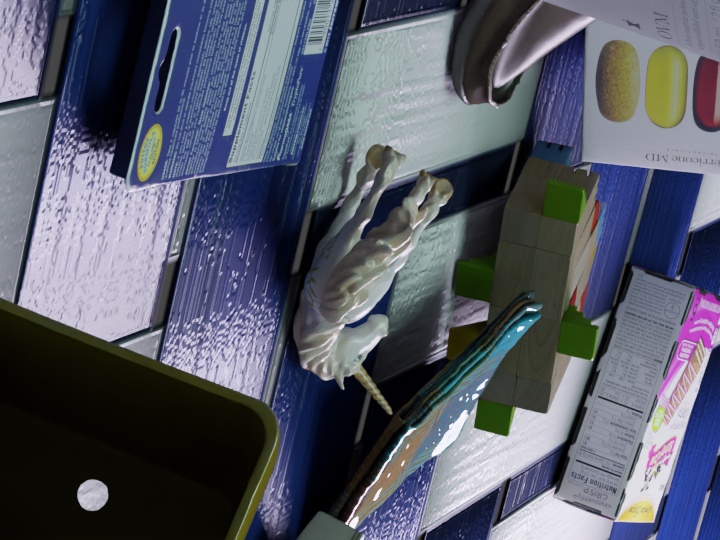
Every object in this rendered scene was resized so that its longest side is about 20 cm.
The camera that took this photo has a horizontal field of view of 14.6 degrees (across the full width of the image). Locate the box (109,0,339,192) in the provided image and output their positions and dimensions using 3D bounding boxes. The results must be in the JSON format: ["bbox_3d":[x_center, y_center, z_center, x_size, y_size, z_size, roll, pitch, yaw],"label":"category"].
[{"bbox_3d":[-0.069,-0.106,1.386,0.200,0.032,0.122,-16,123,-67],"label":"box"}]

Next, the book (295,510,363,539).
[{"bbox_3d":[-0.063,0.259,1.704,0.200,0.048,0.134,-55,161,-27],"label":"book"}]

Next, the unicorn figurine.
[{"bbox_3d":[0.000,0.000,1.599,0.138,0.074,0.200,-61,167,1],"label":"unicorn figurine"}]

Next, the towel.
[{"bbox_3d":[0.041,0.103,1.802,0.200,0.022,0.147,-40,165,-54],"label":"towel"}]

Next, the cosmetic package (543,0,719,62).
[{"bbox_3d":[0.139,-0.239,1.557,0.123,0.199,0.200,-60,157,-20],"label":"cosmetic package"}]

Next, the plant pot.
[{"bbox_3d":[-0.148,0.127,1.196,0.176,0.199,0.201,60,52,-79],"label":"plant pot"}]

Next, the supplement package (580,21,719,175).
[{"bbox_3d":[0.210,-0.176,1.881,0.110,0.113,0.201,-76,168,-44],"label":"supplement package"}]

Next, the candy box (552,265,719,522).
[{"bbox_3d":[0.232,0.104,2.297,0.136,0.061,0.201,13,97,-70],"label":"candy box"}]

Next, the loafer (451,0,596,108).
[{"bbox_3d":[0.125,-0.177,1.715,0.201,0.071,0.073,-58,163,20],"label":"loafer"}]

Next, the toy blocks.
[{"bbox_3d":[0.128,-0.004,1.919,0.137,0.099,0.201,-60,160,-56],"label":"toy blocks"}]
